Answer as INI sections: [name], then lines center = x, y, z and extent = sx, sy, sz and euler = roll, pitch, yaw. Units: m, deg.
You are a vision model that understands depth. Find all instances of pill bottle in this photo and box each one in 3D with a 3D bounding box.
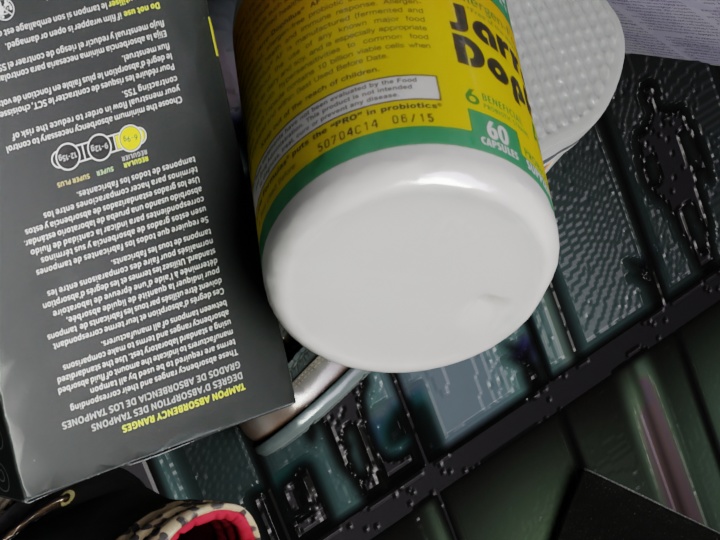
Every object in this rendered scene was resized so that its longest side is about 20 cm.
[pill bottle]
center = 0.008, -0.069, 1.053
extent = 0.113, 0.113, 0.201
euler = 28, 36, -33

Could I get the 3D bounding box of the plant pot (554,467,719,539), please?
[plant pot]
center = 0.179, 0.236, 1.280
extent = 0.200, 0.199, 0.178
euler = 35, 83, -32

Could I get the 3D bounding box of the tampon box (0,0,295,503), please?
[tampon box]
center = -0.131, -0.029, 1.059
extent = 0.126, 0.150, 0.201
euler = -18, 103, -31

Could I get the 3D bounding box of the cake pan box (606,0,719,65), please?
[cake pan box]
center = 0.119, -0.152, 1.203
extent = 0.184, 0.200, 0.052
euler = 33, 79, -32

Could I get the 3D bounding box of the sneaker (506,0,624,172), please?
[sneaker]
center = 0.043, -0.054, 1.178
extent = 0.078, 0.079, 0.200
euler = 43, 51, -5

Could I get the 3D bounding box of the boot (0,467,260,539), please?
[boot]
center = -0.127, 0.162, 1.070
extent = 0.073, 0.150, 0.200
euler = 45, 67, -28

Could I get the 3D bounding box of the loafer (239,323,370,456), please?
[loafer]
center = 0.000, 0.000, 1.216
extent = 0.063, 0.072, 0.200
euler = 48, 58, -7
